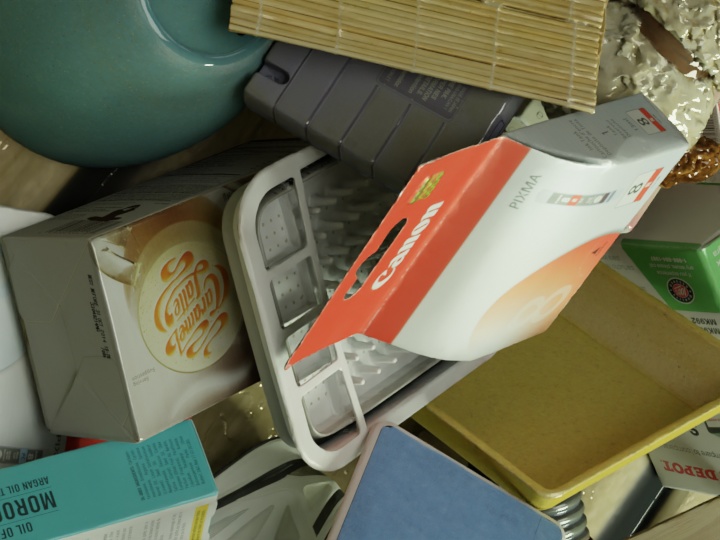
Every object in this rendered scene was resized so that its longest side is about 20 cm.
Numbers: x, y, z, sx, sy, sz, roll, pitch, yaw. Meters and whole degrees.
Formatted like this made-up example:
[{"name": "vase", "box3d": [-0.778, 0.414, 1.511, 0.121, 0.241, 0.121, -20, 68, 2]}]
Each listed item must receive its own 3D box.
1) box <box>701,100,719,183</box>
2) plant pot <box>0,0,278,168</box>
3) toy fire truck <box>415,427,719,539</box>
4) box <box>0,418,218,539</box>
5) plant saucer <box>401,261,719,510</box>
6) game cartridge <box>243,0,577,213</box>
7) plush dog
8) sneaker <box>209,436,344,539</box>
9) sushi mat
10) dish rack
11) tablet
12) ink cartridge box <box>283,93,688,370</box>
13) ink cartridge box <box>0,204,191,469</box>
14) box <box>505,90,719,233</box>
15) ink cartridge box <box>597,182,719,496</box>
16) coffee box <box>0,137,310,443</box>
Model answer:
[{"name": "box", "box3d": [0.259, -0.023, 1.480, 0.039, 0.041, 0.201, -16, 101, -31]}, {"name": "plant pot", "box3d": [-0.112, -0.156, 1.172, 0.199, 0.135, 0.201, -2, 94, -33]}, {"name": "toy fire truck", "box3d": [0.137, 0.160, 1.374, 0.199, 0.128, 0.177, -22, 105, -42]}, {"name": "box", "box3d": [-0.179, 0.142, 1.148, 0.199, 0.082, 0.049, -14, 61, -19]}, {"name": "plant saucer", "box3d": [0.107, 0.064, 1.305, 0.199, 0.200, 0.049, -23, 135, -36]}, {"name": "game cartridge", "box3d": [0.043, -0.140, 1.156, 0.129, 0.038, 0.201, 31, 76, 9]}, {"name": "plush dog", "box3d": [0.177, -0.133, 1.218, 0.200, 0.161, 0.172, 38, 99, -16]}, {"name": "sneaker", "box3d": [-0.075, 0.182, 1.219, 0.200, 0.115, 0.076, -34, 145, -28]}, {"name": "sushi mat", "box3d": [0.033, -0.147, 1.121, 0.199, 0.012, 0.096, 13, 76, -4]}, {"name": "dish rack", "box3d": [0.000, 0.000, 1.208, 0.200, 0.043, 0.173, -31, 113, -43]}, {"name": "tablet", "box3d": [0.030, 0.188, 1.143, 0.130, 0.014, 0.201, 31, 53, -10]}, {"name": "ink cartridge box", "box3d": [0.070, -0.010, 1.144, 0.050, 0.162, 0.200, 48, 39, 17]}, {"name": "ink cartridge box", "box3d": [-0.170, 0.051, 1.197, 0.199, 0.047, 0.161, 10, 87, -31]}, {"name": "box", "box3d": [0.151, -0.129, 1.344, 0.109, 0.128, 0.200, 43, 71, -20]}, {"name": "ink cartridge box", "box3d": [0.234, 0.048, 1.404, 0.084, 0.146, 0.201, -35, 111, -27]}, {"name": "coffee box", "box3d": [-0.090, 0.006, 1.201, 0.200, 0.079, 0.115, -24, 108, -45]}]
